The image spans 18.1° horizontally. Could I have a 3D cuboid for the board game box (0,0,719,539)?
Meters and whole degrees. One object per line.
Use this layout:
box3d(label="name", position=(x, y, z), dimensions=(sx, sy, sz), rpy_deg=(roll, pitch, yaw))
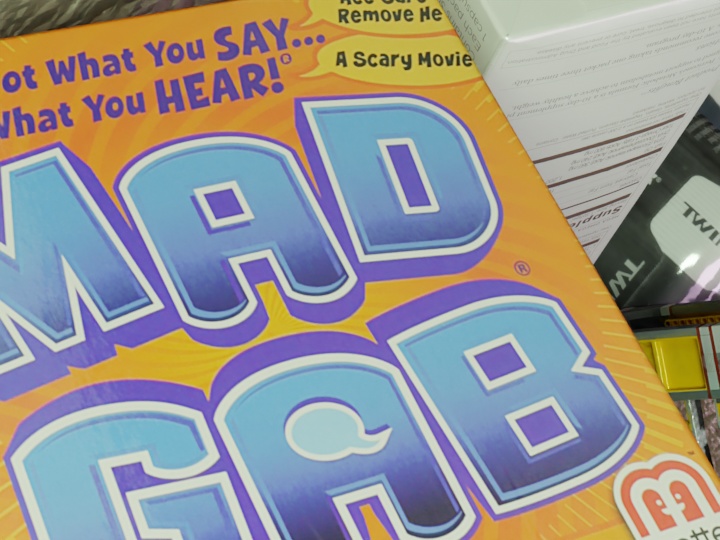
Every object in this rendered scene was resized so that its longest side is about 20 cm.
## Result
box3d(label="board game box", position=(-0.054, 0.071, 0.612), dimensions=(0.198, 0.201, 0.200), rpy_deg=(-14, 152, -30))

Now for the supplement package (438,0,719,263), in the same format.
box3d(label="supplement package", position=(0.036, -0.069, 0.753), dimensions=(0.109, 0.114, 0.200), rpy_deg=(-16, 154, -26))

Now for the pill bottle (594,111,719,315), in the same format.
box3d(label="pill bottle", position=(0.114, -0.033, 1.003), dimensions=(0.106, 0.200, 0.106), rpy_deg=(-45, 169, -11))

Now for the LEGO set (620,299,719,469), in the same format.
box3d(label="LEGO set", position=(0.122, 0.084, 0.871), dimensions=(0.115, 0.155, 0.199), rpy_deg=(-7, 179, 41))

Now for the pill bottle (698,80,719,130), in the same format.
box3d(label="pill bottle", position=(0.151, -0.069, 1.227), dimensions=(0.200, 0.120, 0.120), rpy_deg=(-45, 169, -9))
